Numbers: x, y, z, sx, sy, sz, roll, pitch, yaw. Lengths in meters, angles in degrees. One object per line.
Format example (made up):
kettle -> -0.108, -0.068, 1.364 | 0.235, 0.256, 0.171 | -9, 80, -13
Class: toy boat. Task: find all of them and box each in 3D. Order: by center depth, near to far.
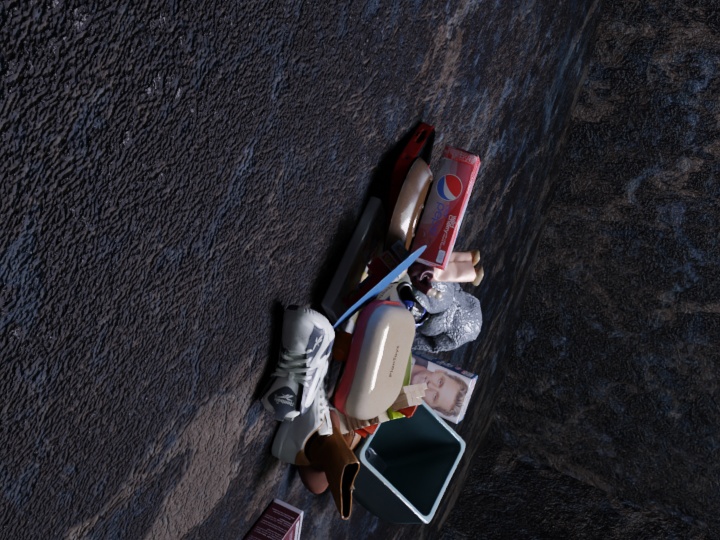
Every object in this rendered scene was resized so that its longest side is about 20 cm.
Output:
toy boat -> 0.001, 0.140, 1.634 | 0.130, 0.129, 0.204 | 10, 96, -56

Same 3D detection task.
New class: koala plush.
koala plush -> 0.148, 0.053, 1.985 | 0.179, 0.181, 0.201 | -61, 150, -27

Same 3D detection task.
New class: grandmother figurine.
grandmother figurine -> 0.125, -0.002, 1.809 | 0.061, 0.196, 0.123 | 116, -31, -49

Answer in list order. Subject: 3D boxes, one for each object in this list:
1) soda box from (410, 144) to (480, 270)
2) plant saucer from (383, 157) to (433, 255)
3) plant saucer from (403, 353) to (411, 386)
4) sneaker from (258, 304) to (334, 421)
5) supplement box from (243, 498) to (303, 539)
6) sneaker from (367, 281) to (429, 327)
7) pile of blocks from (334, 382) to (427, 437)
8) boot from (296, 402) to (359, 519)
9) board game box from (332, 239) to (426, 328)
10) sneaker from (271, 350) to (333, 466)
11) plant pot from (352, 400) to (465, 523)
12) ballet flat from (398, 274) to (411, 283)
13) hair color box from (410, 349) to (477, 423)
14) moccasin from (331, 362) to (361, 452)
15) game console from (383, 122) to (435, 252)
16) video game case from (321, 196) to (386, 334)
soda box -> 0.147, -0.107, 1.703 | 0.070, 0.062, 0.203 | 32, 76, -78
plant saucer -> 0.085, -0.089, 1.670 | 0.200, 0.032, 0.203 | 19, 89, -78
plant saucer -> 0.046, 0.141, 1.845 | 0.199, 0.031, 0.204 | -10, 90, -68
sneaker -> -0.096, 0.148, 1.434 | 0.200, 0.078, 0.131 | 103, 7, -57
supplement box -> -0.169, 0.488, 1.638 | 0.200, 0.060, 0.110 | -47, 152, -54
sneaker -> 0.055, 0.101, 1.710 | 0.080, 0.114, 0.203 | 25, 63, -33
pile of blocks -> 0.030, 0.252, 1.722 | 0.082, 0.197, 0.063 | 10, 62, -64
boot -> -0.044, 0.342, 1.647 | 0.200, 0.067, 0.191 | -127, -135, -57
board game box -> 0.019, 0.013, 1.579 | 0.199, 0.039, 0.158 | -41, 174, -5
sneaker -> -0.070, 0.218, 1.599 | 0.203, 0.083, 0.073 | -70, 162, -4
plant pot -> 0.047, 0.372, 1.943 | 0.199, 0.196, 0.197 | -29, -159, 49
ballet flat -> 0.102, -0.072, 1.863 | 0.070, 0.068, 0.202 | 74, 36, -64
hair color box -> 0.133, 0.230, 2.058 | 0.060, 0.197, 0.102 | -5, 115, -71
moccasin -> -0.021, 0.252, 1.808 | 0.204, 0.073, 0.078 | -70, 161, -1
game console -> 0.082, -0.146, 1.722 | 0.201, 0.031, 0.179 | -58, 162, -52
video game case -> 0.000, 0.000, 1.669 | 0.182, 0.023, 0.202 | 64, 48, -68
